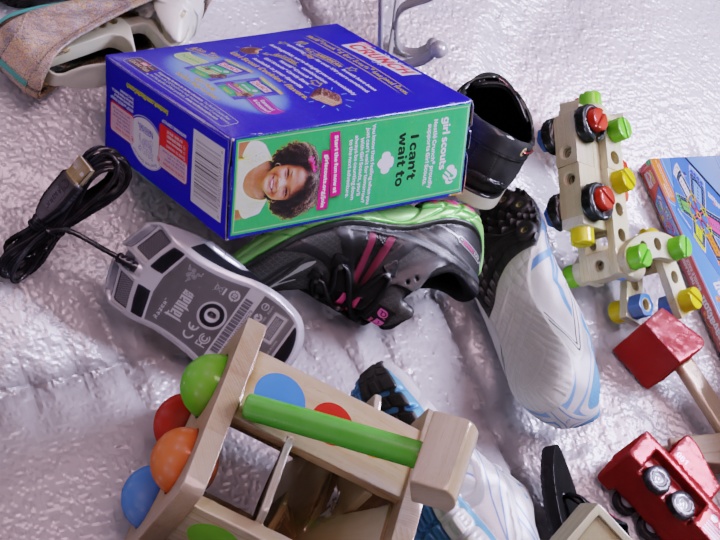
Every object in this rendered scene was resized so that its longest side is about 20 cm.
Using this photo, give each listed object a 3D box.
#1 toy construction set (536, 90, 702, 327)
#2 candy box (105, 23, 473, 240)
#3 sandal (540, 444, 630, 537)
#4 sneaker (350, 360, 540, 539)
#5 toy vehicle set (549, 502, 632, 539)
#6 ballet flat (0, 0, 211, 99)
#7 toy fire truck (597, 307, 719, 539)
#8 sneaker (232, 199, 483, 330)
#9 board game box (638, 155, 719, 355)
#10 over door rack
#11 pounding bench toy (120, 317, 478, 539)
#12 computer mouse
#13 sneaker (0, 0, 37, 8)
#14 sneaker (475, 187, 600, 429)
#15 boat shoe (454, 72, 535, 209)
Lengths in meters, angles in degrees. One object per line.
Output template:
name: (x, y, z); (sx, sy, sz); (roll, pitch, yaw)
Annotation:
toy construction set: (0.193, -0.060, 1.225); (0.131, 0.092, 0.201); (14, 52, -43)
candy box: (-0.050, -0.101, 1.090); (0.199, 0.078, 0.169); (-14, 33, -33)
sandal: (0.168, 0.210, 1.060); (0.075, 0.045, 0.201); (26, 44, -65)
sneaker: (0.066, 0.146, 1.056); (0.086, 0.075, 0.201); (-26, 83, -44)
toy vehicle set: (0.122, 0.259, 0.981); (0.124, 0.026, 0.200); (47, 70, -6)
ballet flat: (-0.164, -0.169, 1.124); (0.199, 0.068, 0.067); (-28, 66, -28)
toy fire truck: (0.247, 0.141, 1.163); (0.200, 0.049, 0.141); (47, 50, 5)
sneaker: (0.000, 0.000, 1.099); (0.198, 0.077, 0.085); (-7, 79, -19)
board game box: (0.309, -0.005, 1.309); (0.102, 0.019, 0.201); (-4, 63, -32)
over door rack: (0.035, -0.234, 1.198); (0.066, 0.201, 0.149); (-3, 53, 13)
pounding bench toy: (-0.040, 0.111, 0.928); (0.155, 0.200, 0.125); (28, 51, -11)
computer mouse: (-0.127, 0.006, 1.032); (0.199, 0.110, 0.044); (34, 13, -19)
sneaker: (-0.249, -0.279, 1.155); (0.090, 0.076, 0.201); (-11, 73, -44)
sneaker: (0.127, 0.028, 1.167); (0.072, 0.072, 0.201); (40, 31, -49)
boat shoe: (0.102, -0.112, 1.196); (0.073, 0.063, 0.202); (29, 24, -3)
